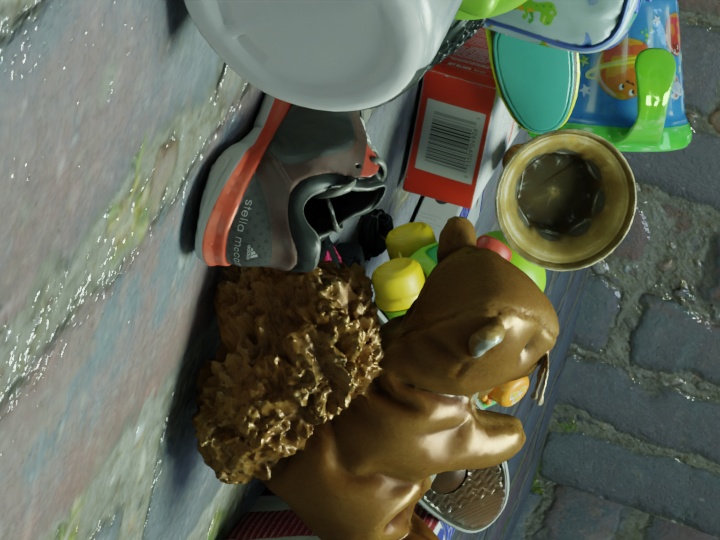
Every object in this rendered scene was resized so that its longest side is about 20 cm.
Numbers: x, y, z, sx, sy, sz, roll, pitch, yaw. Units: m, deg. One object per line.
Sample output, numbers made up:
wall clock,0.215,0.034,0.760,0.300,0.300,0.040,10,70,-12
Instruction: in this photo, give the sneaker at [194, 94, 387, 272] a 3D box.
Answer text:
sneaker,-0.021,-0.056,1.105,0.200,0.082,0.077,-60,165,-48

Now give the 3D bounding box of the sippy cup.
sippy cup,0.210,-0.172,1.686,0.140,0.178,0.131,-9,106,-48

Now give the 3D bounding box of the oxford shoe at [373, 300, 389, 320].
oxford shoe,0.001,0.069,1.473,0.200,0.071,0.073,-59,159,-50

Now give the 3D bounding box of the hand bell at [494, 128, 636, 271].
hand bell,0.138,-0.070,1.556,0.200,0.104,0.104,-117,-137,-77

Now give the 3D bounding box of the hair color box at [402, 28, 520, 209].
hair color box,0.097,-0.146,1.634,0.200,0.064,0.111,-54,158,-56

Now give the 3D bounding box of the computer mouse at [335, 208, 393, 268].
computer mouse,0.000,0.000,1.448,0.200,0.034,0.059,-51,156,-65

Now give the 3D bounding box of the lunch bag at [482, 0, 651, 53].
lunch bag,0.135,-0.253,1.374,0.082,0.160,0.200,-34,140,-73

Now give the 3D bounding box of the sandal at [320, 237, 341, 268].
sandal,-0.041,0.028,1.244,0.075,0.045,0.200,-6,113,-78

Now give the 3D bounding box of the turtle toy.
turtle toy,0.081,0.031,1.478,0.200,0.101,0.146,-67,142,-66

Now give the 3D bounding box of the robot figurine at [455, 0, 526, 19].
robot figurine,0.066,-0.219,1.167,0.200,0.116,0.176,-70,-176,-58

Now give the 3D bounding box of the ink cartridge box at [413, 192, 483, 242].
ink cartridge box,0.058,-0.008,1.728,0.100,0.039,0.200,93,19,-54

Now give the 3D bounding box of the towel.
towel,-0.004,0.162,1.409,0.200,0.144,0.023,-45,127,-68

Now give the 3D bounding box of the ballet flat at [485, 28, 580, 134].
ballet flat,0.117,-0.201,1.504,0.067,0.067,0.200,-90,162,-64

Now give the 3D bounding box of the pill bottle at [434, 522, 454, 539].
pill bottle,-0.001,0.227,1.585,0.200,0.119,0.120,-60,164,-49

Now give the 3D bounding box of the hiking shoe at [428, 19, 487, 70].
hiking shoe,0.064,-0.211,1.322,0.200,0.087,0.074,-51,175,15

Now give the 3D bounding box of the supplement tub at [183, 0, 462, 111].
supplement tub,0.007,-0.179,0.932,0.123,0.122,0.200,95,16,-51

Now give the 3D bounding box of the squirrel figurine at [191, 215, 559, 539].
squirrel figurine,0.010,0.057,1.138,0.187,0.200,0.142,-49,-147,38

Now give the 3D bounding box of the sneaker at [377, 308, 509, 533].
sneaker,0.026,0.084,1.342,0.073,0.200,0.085,-38,-164,-8
